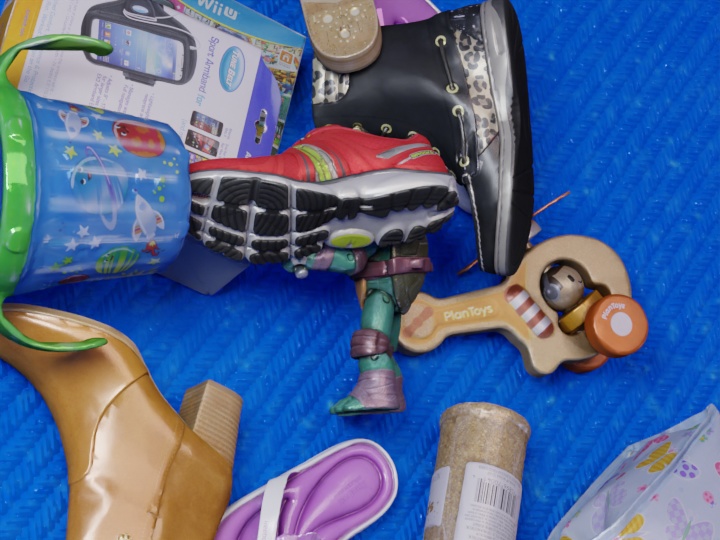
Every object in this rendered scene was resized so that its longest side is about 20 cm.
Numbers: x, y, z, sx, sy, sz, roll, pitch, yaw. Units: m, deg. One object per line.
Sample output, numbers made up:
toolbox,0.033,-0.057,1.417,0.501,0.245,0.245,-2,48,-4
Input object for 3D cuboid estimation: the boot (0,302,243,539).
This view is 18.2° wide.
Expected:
boot,-0.174,0.116,1.458,0.201,0.071,0.144,24,62,-18

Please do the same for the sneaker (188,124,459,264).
sneaker,-0.035,-0.058,1.506,0.200,0.077,0.085,-1,47,-22

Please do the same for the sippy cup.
sippy cup,-0.180,-0.048,1.420,0.130,0.178,0.140,2,33,-24

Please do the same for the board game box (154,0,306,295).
board game box,-0.133,-0.104,1.583,0.147,0.064,0.200,25,58,-21

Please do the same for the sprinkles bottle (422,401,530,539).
sprinkles bottle,0.075,0.194,1.576,0.068,0.068,0.200,23,59,-21

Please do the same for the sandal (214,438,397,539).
sandal,-0.045,0.174,1.522,0.082,0.050,0.203,49,53,-3

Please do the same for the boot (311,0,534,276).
boot,0.046,-0.094,1.656,0.073,0.154,0.204,11,76,-74

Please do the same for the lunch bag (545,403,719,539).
lunch bag,0.224,0.224,1.621,0.170,0.127,0.200,52,43,-5

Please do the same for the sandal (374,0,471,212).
sandal,0.070,-0.140,1.721,0.082,0.050,0.203,-26,84,-37

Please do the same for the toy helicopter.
toy helicopter,0.109,0.017,1.674,0.200,0.079,0.132,-10,81,-21

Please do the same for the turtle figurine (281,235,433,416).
turtle figurine,0.000,0.000,1.570,0.150,0.101,0.200,11,74,-67

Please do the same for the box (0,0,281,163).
box,-0.151,-0.124,1.519,0.200,0.041,0.119,24,60,-21

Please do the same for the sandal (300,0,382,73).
sandal,-0.036,-0.246,1.654,0.078,0.070,0.212,-20,58,-2
